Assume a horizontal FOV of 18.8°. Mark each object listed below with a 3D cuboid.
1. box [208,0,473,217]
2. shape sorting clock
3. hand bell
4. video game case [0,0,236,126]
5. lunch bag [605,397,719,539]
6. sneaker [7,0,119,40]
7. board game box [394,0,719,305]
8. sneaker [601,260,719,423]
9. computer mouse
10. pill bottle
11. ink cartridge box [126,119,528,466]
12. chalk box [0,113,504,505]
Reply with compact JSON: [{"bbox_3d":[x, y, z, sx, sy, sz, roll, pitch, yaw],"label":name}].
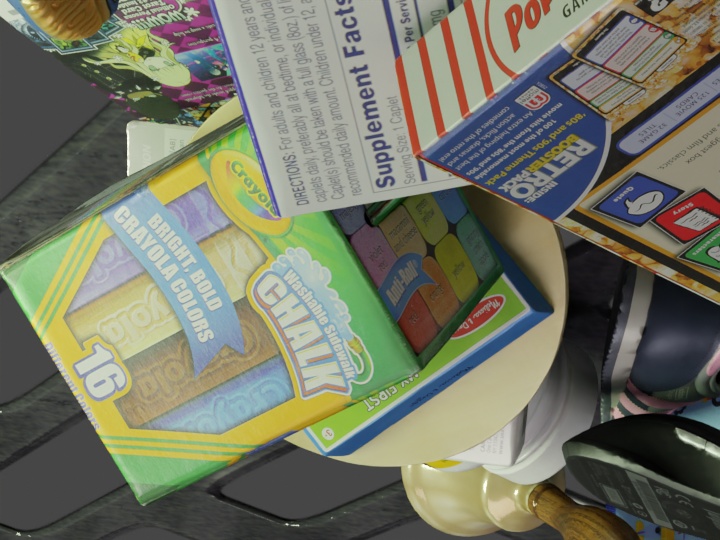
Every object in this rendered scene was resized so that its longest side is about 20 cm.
[{"bbox_3d":[0.045,-0.126,0.761,0.199,0.105,0.184,-10,144,3],"label":"box"},{"bbox_3d":[0.000,0.000,1.013,0.199,0.039,0.201,8,112,19],"label":"shape sorting clock"},{"bbox_3d":[0.109,0.136,1.243,0.104,0.105,0.200,26,-177,-26],"label":"hand bell"},{"bbox_3d":[-0.071,-0.132,0.960,0.199,0.036,0.181,-9,147,37],"label":"video game case"},{"bbox_3d":[0.207,0.145,1.208,0.094,0.201,0.150,32,149,-34],"label":"lunch bag"},{"bbox_3d":[-0.159,-0.179,0.849,0.088,0.075,0.201,6,134,40],"label":"sneaker"},{"bbox_3d":[0.135,-0.060,0.739,0.199,0.046,0.151,24,132,-38],"label":"board game box"},{"bbox_3d":[0.169,0.050,1.128,0.082,0.071,0.200,9,167,8],"label":"sneaker"},{"bbox_3d":[0.204,0.123,1.081,0.199,0.046,0.141,15,158,36],"label":"computer mouse"},{"bbox_3d":[0.030,0.041,1.178,0.199,0.113,0.112,28,150,-29],"label":"pill bottle"},{"bbox_3d":[-0.013,0.005,1.064,0.199,0.050,0.162,7,112,10],"label":"ink cartridge box"},{"bbox_3d":[-0.026,-0.009,0.926,0.199,0.124,0.124,-26,98,29],"label":"chalk box"}]
